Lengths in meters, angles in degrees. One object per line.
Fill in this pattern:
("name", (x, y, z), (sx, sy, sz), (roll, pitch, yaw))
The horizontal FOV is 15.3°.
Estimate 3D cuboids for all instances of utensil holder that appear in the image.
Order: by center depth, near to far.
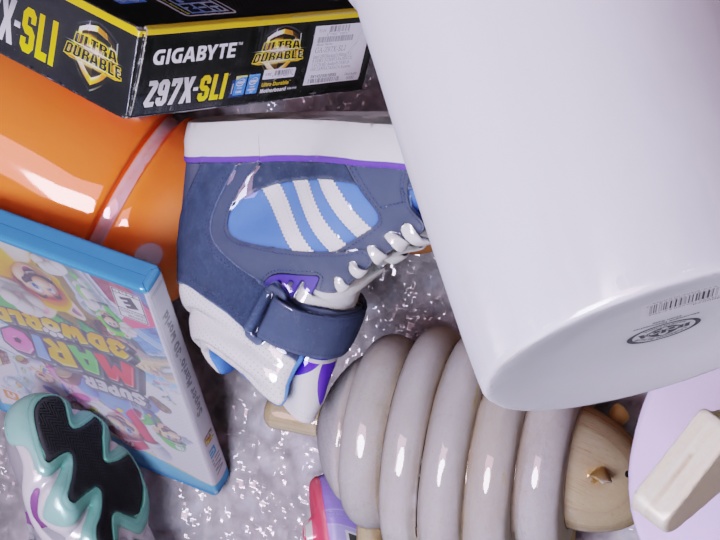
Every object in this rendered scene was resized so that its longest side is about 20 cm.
("utensil holder", (0.096, -0.063, 1.092), (0.169, 0.170, 0.201), (-25, 71, 25))

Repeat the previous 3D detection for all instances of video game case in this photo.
("video game case", (-0.148, 0.038, 1.382), (0.142, 0.200, 0.018), (19, 61, 20))

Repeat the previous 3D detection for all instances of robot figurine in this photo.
("robot figurine", (-0.151, -0.052, 1.380), (0.199, 0.117, 0.144), (30, 92, 2))

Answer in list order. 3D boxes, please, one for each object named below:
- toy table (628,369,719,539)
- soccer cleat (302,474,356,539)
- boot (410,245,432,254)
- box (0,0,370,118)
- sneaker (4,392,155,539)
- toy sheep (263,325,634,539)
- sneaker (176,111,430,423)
("toy table", (0.191, 0.048, 1.182), (0.183, 0.117, 0.201), (25, 84, 21))
("soccer cleat", (0.026, 0.197, 1.387), (0.076, 0.067, 0.201), (-18, 85, -4))
("boot", (0.114, -0.003, 1.304), (0.199, 0.074, 0.155), (-24, 92, 28))
("box", (-0.117, -0.135, 1.308), (0.199, 0.159, 0.050), (29, 118, 37))
("sneaker", (-0.166, 0.169, 1.439), (0.139, 0.078, 0.201), (-24, 103, 31))
("toy sheep", (0.047, 0.091, 1.318), (0.199, 0.138, 0.139), (7, 101, 11))
("sneaker", (0.000, 0.000, 1.273), (0.199, 0.080, 0.148), (3, 99, 32))
